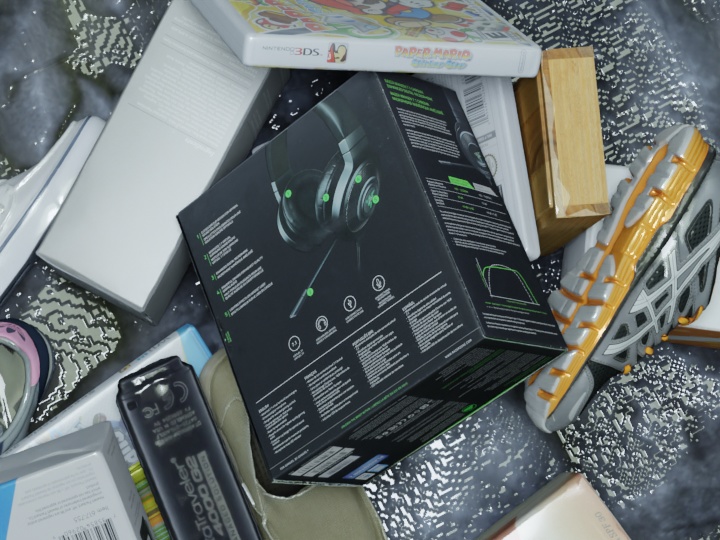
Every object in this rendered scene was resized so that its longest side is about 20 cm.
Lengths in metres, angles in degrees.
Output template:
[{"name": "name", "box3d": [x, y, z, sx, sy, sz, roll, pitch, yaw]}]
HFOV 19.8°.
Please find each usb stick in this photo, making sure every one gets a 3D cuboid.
[{"name": "usb stick", "box3d": [-0.097, 0.153, 1.295, 0.055, 0.033, 0.202, -23, 100, -13]}]

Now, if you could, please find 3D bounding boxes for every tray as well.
[{"name": "tray", "box3d": [0.114, -0.069, 1.295, 0.037, 0.200, 0.100, -5, 84, -7]}]

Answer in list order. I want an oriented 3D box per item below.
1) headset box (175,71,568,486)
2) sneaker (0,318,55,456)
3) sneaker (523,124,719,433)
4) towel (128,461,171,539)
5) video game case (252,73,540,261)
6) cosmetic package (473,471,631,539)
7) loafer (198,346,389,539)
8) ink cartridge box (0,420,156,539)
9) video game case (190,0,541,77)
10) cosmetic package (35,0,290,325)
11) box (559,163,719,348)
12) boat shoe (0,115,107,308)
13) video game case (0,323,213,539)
[{"name": "headset box", "box3d": [0.000, 0.000, 1.232, 0.174, 0.092, 0.201, -36, 64, 28]}, {"name": "sneaker", "box3d": [-0.255, 0.125, 1.321, 0.070, 0.082, 0.202, 15, 84, 2]}, {"name": "sneaker", "box3d": [0.168, 0.015, 1.231, 0.077, 0.078, 0.201, 32, 93, -19]}, {"name": "towel", "box3d": [-0.110, 0.218, 1.315, 0.086, 0.018, 0.201, -31, 102, -14]}, {"name": "video game case", "box3d": [0.018, -0.045, 1.303, 0.199, 0.018, 0.145, -22, 66, 33]}, {"name": "cosmetic package", "box3d": [0.087, 0.228, 1.318, 0.199, 0.087, 0.104, -38, 87, -5]}, {"name": "loafer", "box3d": [-0.039, 0.140, 1.312, 0.075, 0.068, 0.201, -34, 104, -13]}, {"name": "ink cartridge box", "box3d": [-0.172, 0.209, 1.255, 0.115, 0.068, 0.202, -19, 102, 2]}, {"name": "video game case", "box3d": [-0.010, -0.160, 1.250, 0.180, 0.200, 0.023, 0, 114, -20]}, {"name": "cosmetic package", "box3d": [-0.125, -0.071, 1.337, 0.090, 0.107, 0.201, 30, 82, 3]}, {"name": "box", "box3d": [0.235, -0.002, 1.330, 0.198, 0.124, 0.098, 8, 84, 0]}, {"name": "boat shoe", "box3d": [-0.239, -0.028, 1.344, 0.065, 0.074, 0.201, 36, 83, -2]}, {"name": "video game case", "box3d": [-0.152, 0.149, 1.317, 0.199, 0.018, 0.144, -36, 106, -14]}]
